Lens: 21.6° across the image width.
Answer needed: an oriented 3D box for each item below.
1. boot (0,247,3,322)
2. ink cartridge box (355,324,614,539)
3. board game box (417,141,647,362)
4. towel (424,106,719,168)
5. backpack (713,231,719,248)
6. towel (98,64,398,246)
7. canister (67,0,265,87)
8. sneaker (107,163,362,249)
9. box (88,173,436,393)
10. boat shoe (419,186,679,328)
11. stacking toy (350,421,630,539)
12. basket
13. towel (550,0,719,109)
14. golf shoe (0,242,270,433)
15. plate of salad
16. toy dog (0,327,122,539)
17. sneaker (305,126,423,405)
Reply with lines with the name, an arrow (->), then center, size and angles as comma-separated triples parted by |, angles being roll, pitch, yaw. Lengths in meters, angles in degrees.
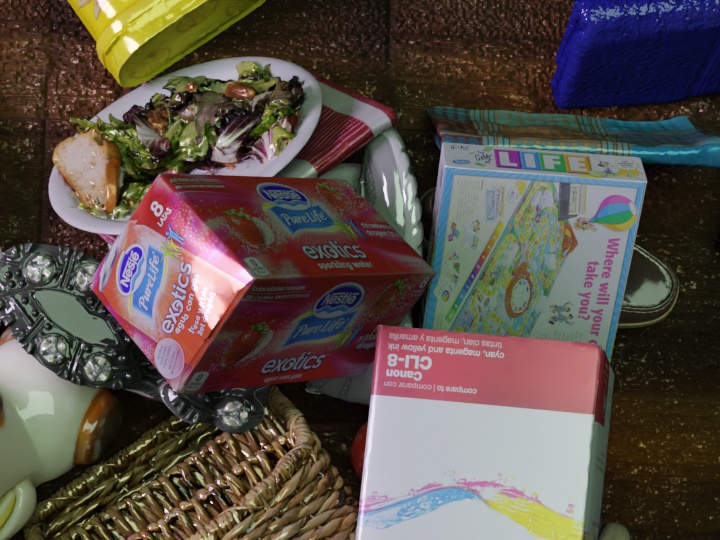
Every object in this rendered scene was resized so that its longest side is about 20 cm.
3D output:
boot -> -0.349, 0.049, 1.269 | 0.199, 0.182, 0.073 | -12, 66, -34
ink cartridge box -> 0.078, 0.148, 1.187 | 0.144, 0.145, 0.201 | 5, 81, 10
board game box -> 0.110, 0.013, 1.279 | 0.134, 0.034, 0.201 | 5, 122, -4
towel -> 0.149, -0.095, 1.314 | 0.199, 0.147, 0.022 | 3, 101, -3
backpack -> 0.356, -0.051, 1.291 | 0.162, 0.200, 0.168 | 32, 79, 3
towel -> -0.088, -0.072, 1.292 | 0.200, 0.144, 0.023 | -35, 123, -16
canister -> -0.168, -0.254, 1.346 | 0.148, 0.087, 0.200 | -34, 82, -10
sneaker -> -0.083, -0.041, 1.325 | 0.199, 0.076, 0.089 | -21, 41, -21
box -> -0.058, 0.006, 1.186 | 0.100, 0.200, 0.096 | 46, 115, 25
boat shoe -> 0.134, -0.014, 1.330 | 0.199, 0.072, 0.072 | 23, 78, -1
stacking toy -> 0.081, 0.167, 1.294 | 0.199, 0.085, 0.086 | 29, 78, 8
basket -> -0.112, 0.166, 1.240 | 0.199, 0.143, 0.149 | -32, 84, -10
towel -> 0.238, -0.168, 1.332 | 0.199, 0.148, 0.050 | -7, 70, -5
golf shoe -> -0.153, 0.048, 1.234 | 0.199, 0.088, 0.077 | 29, 84, -13
plate of salad -> -0.123, -0.095, 1.280 | 0.199, 0.200, 0.048 | -28, 125, -9
toy dog -> -0.258, 0.102, 1.227 | 0.199, 0.195, 0.139 | -20, 48, -43
sneaker -> 0.000, 0.000, 1.294 | 0.082, 0.075, 0.201 | 3, 97, -1
